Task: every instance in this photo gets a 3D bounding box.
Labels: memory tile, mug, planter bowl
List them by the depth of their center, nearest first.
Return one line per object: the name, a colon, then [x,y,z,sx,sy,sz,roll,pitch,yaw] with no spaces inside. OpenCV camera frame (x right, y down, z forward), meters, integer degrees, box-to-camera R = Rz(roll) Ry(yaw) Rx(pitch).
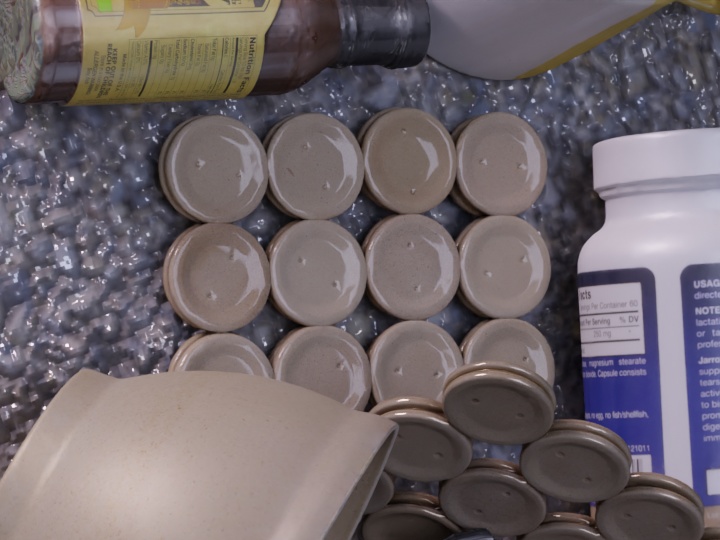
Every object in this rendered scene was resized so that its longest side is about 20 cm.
planter bowl: [-0.088,0.123,1.215,0.135,0.200,0.200,28,73,5]
memory tile: [0.079,0.114,1.305,0.200,0.153,0.017,37,45,-27]
memory tile: [0.000,0.000,1.341,0.200,0.017,0.153,-2,88,-26]
mug: [0.115,-0.178,1.342,0.187,0.153,0.149,-18,94,-27]

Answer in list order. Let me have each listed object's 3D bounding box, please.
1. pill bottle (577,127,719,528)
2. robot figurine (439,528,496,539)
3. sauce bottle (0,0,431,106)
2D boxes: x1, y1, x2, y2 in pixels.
pill bottle: [0.164,0.034,1.372,0.116,0.116,0.200,-2,88,-26]
robot figurine: [0.032,0.216,1.301,0.200,0.058,0.145,-46,108,1]
sauce bottle: [-0.064,-0.109,1.299,0.200,0.065,0.065,-5,89,-28]
